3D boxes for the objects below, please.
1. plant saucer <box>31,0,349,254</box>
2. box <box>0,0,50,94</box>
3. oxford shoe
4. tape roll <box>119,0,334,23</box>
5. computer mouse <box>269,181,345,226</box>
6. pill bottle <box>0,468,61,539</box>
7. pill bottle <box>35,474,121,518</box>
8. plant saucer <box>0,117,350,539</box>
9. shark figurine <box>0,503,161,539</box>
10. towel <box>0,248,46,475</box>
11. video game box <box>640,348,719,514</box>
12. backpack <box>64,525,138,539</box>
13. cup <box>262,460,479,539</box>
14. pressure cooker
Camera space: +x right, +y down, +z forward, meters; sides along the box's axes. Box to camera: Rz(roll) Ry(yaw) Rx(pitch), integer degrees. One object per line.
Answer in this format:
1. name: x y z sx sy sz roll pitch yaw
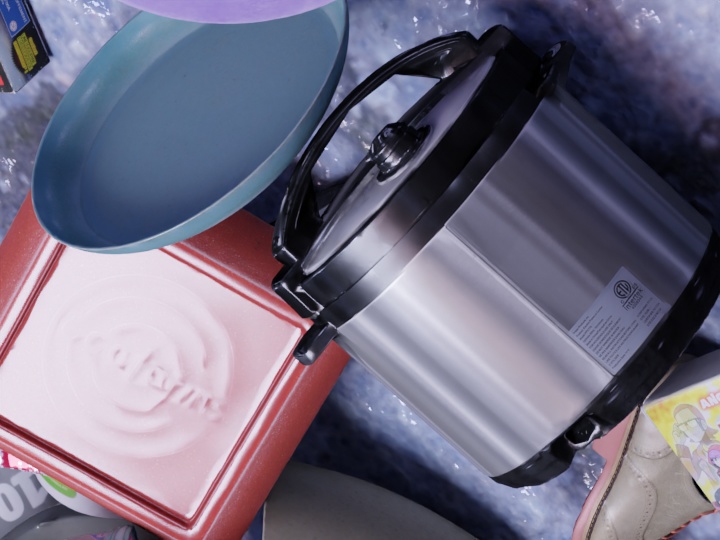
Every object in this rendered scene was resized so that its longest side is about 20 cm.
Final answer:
1. plant saucer: -0.084 -0.082 1.529 0.200 0.201 0.027 -4 139 41
2. box: -0.287 -0.171 1.730 0.199 0.040 0.137 4 126 37
3. oxford shoe: 0.162 0.126 1.608 0.075 0.071 0.200 21 137 15
4. tape roll: -0.062 -0.217 1.396 0.199 0.085 0.200 -3 137 -3
5. computer mouse: 0.000 0.000 1.647 0.200 0.053 0.139 -22 108 34
6. pill bottle: -0.219 0.144 1.897 0.114 0.114 0.200 -6 121 42
7. pill bottle: -0.141 0.041 1.743 0.111 0.111 0.201 25 136 20
8. plant saucer: -0.119 0.049 1.627 0.199 0.037 0.200 29 111 -4
9. shark figurine: -0.145 0.165 1.806 0.214 0.129 0.089 12 154 -28
10. towel: -0.146 0.063 1.671 0.199 0.023 0.145 10 118 2
11. video game box: 0.263 0.101 1.459 0.200 0.047 0.182 -26 106 48
12. backpack: -0.142 0.246 1.675 0.153 0.176 0.200 -11 133 10
13. cup: 0.010 0.214 1.737 0.143 0.201 0.201 3 133 -1
14. pressure cooker: 0.062 -0.015 1.475 0.200 0.176 0.179 41 131 -8
